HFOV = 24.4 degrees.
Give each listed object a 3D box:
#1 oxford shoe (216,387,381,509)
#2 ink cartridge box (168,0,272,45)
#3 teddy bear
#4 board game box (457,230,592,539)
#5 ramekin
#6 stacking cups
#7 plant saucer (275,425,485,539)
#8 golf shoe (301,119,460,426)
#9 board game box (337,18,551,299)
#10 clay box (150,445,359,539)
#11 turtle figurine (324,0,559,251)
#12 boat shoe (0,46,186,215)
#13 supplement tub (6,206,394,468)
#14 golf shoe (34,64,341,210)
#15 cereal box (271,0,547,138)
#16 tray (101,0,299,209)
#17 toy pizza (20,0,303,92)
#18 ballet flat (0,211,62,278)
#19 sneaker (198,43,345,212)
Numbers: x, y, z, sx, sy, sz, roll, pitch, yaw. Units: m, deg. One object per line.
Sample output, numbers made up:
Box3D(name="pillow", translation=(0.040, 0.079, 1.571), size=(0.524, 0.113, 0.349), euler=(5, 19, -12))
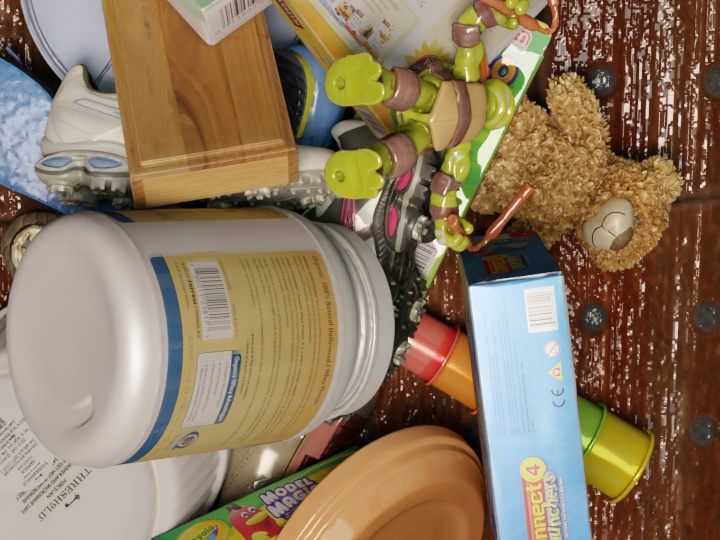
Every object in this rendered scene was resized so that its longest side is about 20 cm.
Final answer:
Box3D(name="oxford shoe", translation=(-0.068, 0.137, 1.162), size=(0.075, 0.070, 0.200), euler=(39, 97, 18))
Box3D(name="ink cartridge box", translation=(-0.092, -0.256, 1.029), size=(0.161, 0.050, 0.200), euler=(-38, 73, -14))
Box3D(name="teddy bear", translation=(0.120, -0.066, 1.130), size=(0.145, 0.067, 0.200), euler=(-44, 99, 6))
Box3D(name="board game box", translation=(0.101, 0.087, 1.036), size=(0.055, 0.196, 0.202), euler=(-7, 98, 2))
Box3D(name="ramekin", translation=(-0.192, 0.120, 1.094), size=(0.199, 0.105, 0.202), euler=(3, 109, 10))
Box3D(name="stacking cups", translation=(0.107, 0.088, 1.167), size=(0.199, 0.061, 0.061), euler=(31, 96, -3))
Box3D(name="plant saucer", translation=(0.015, 0.198, 1.118), size=(0.199, 0.037, 0.201), euler=(-27, 135, -30))
Box3D(name="golf shoe", translation=(0.000, 0.000, 1.086), size=(0.088, 0.077, 0.201), euler=(23, 101, 23))
Box3D(name="board game box", translation=(0.043, -0.090, 1.099), size=(0.095, 0.030, 0.201), euler=(27, 107, 4))
Box3D(name="clay box", translation=(-0.051, 0.196, 1.116), size=(0.199, 0.048, 0.116), euler=(-21, 134, -37))
Box3D(name="turtle figurine", translation=(0.046, -0.102, 0.975), size=(0.064, 0.161, 0.201), euler=(27, 116, 34))
Box3D(name="boat shoe", translation=(-0.206, -0.076, 1.106), size=(0.200, 0.069, 0.084), euler=(42, 96, -13))
Box3D(name="supplement tub", translation=(-0.092, 0.035, 0.988), size=(0.199, 0.144, 0.146), euler=(-3, 102, -41))
Box3D(name="golf shoe", translation=(-0.101, -0.087, 1.038), size=(0.198, 0.078, 0.098), euler=(4, 79, 1))
Box3D(name="cereal box", translation=(0.050, -0.192, 1.008), size=(0.200, 0.039, 0.144), euler=(-46, 125, -9))
Box3D(name="tray", translation=(-0.105, -0.135, 1.020), size=(0.098, 0.037, 0.201), euler=(-10, 58, -7))
Box3D(name="toy pizza", translation=(-0.127, -0.196, 1.106), size=(0.199, 0.032, 0.202), euler=(-1, 97, -8))
Box3D(name="ballet flat", translation=(-0.160, 0.030, 1.136), size=(0.200, 0.046, 0.067), euler=(39, 94, -9))
Box3D(name="sneaker", translation=(-0.054, -0.059, 1.121), size=(0.066, 0.078, 0.201), euler=(37, 116, 29))
